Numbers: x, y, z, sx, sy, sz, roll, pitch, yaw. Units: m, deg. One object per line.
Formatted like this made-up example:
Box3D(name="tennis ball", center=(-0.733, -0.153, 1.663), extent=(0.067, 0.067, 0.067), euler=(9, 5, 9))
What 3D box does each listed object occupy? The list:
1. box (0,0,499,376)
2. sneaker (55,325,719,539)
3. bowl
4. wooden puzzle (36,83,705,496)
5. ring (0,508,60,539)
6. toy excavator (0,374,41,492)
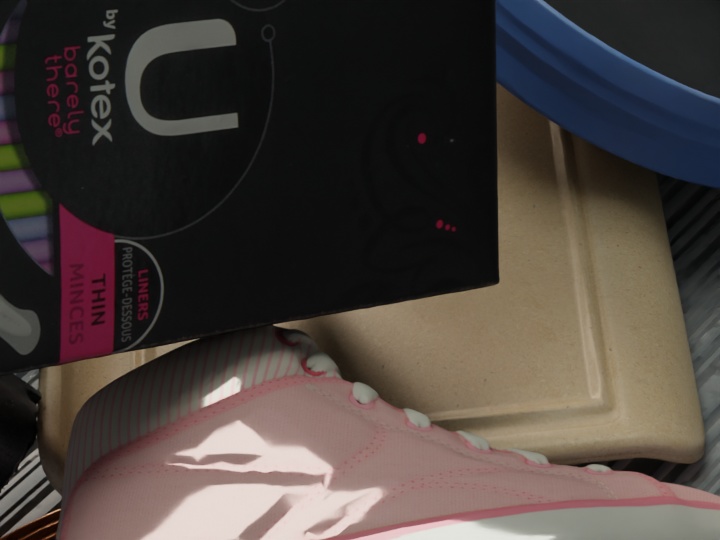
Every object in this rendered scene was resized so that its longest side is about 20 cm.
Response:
Box3D(name="box", center=(-0.067, -0.048, 0.732), extent=(0.199, 0.123, 0.106), euler=(-11, 15, -37))
Box3D(name="sneaker", center=(0.012, 0.059, 0.730), extent=(0.198, 0.076, 0.105), euler=(-4, 51, -4))
Box3D(name="bowl", center=(0.093, -0.105, 0.898), extent=(0.199, 0.039, 0.201), euler=(21, 37, -17))
Box3D(name="wooden puzzle", center=(0.000, 0.000, 0.854), extent=(0.198, 0.037, 0.186), euler=(-3, 45, -2))
Box3D(name="ring", center=(-0.063, 0.121, 0.764), extent=(0.199, 0.019, 0.201), euler=(-12, 35, 8))
Box3D(name="toy excavator", center=(-0.146, -0.010, 0.836), extent=(0.195, 0.100, 0.200), euler=(-49, 22, 22))
